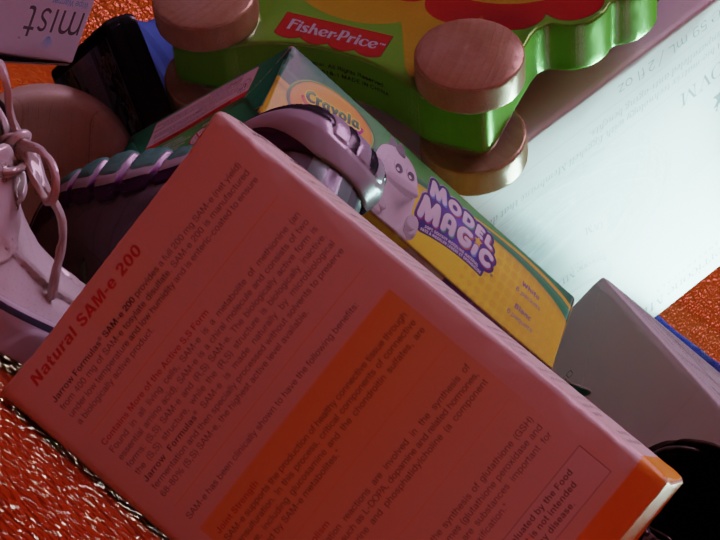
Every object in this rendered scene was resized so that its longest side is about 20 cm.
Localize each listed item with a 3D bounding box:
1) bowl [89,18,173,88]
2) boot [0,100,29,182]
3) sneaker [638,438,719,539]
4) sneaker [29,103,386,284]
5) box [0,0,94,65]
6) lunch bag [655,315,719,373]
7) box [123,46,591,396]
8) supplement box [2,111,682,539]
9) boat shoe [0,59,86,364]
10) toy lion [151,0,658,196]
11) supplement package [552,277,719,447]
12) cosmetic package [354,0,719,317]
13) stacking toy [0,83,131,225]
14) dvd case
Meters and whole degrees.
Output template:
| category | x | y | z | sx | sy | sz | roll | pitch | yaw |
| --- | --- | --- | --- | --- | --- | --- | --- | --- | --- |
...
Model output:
| category | x | y | z | sx | sy | sz | roll | pitch | yaw |
| --- | --- | --- | --- | --- | --- | --- | --- | --- | --- |
| bowl | -0.076 | -0.032 | 1.247 | 0.201 | 0.039 | 0.201 | 60 | -16 | 29 |
| boot | -0.238 | -0.100 | 1.112 | 0.186 | 0.064 | 0.200 | 35 | 0 | -21 |
| sneaker | 0.108 | 0.089 | 1.013 | 0.200 | 0.075 | 0.106 | 36 | -24 | 46 |
| sneaker | -0.081 | -0.001 | 1.009 | 0.074 | 0.088 | 0.200 | 42 | -41 | -24 |
| box | -0.188 | -0.204 | 1.052 | 0.200 | 0.177 | 0.097 | 29 | 13 | 27 |
| lunch bag | 0.119 | 0.097 | 1.381 | 0.124 | 0.170 | 0.200 | 44 | -2 | -37 |
| box | 0.000 | 0.000 | 1.081 | 0.200 | 0.048 | 0.117 | 43 | -41 | -23 |
| supplement box | -0.005 | 0.057 | 0.879 | 0.200 | 0.126 | 0.074 | 40 | 4 | 11 |
| boat shoe | -0.148 | -0.035 | 0.924 | 0.202 | 0.086 | 0.075 | 36 | 3 | -35 |
| toy lion | 0.032 | -0.131 | 1.134 | 0.200 | 0.192 | 0.069 | 14 | -40 | 19 |
| supplement package | 0.151 | 0.139 | 1.187 | 0.200 | 0.152 | 0.151 | 36 | 10 | -40 |
| cosmetic package | 0.072 | -0.045 | 1.222 | 0.123 | 0.199 | 0.200 | 41 | -21 | 31 |
| stacking toy | -0.157 | -0.047 | 1.218 | 0.085 | 0.085 | 0.200 | 38 | -4 | -11 |
| dvd case | -0.103 | -0.042 | 1.210 | 0.200 | 0.018 | 0.143 | 173 | -104 | -76 |
